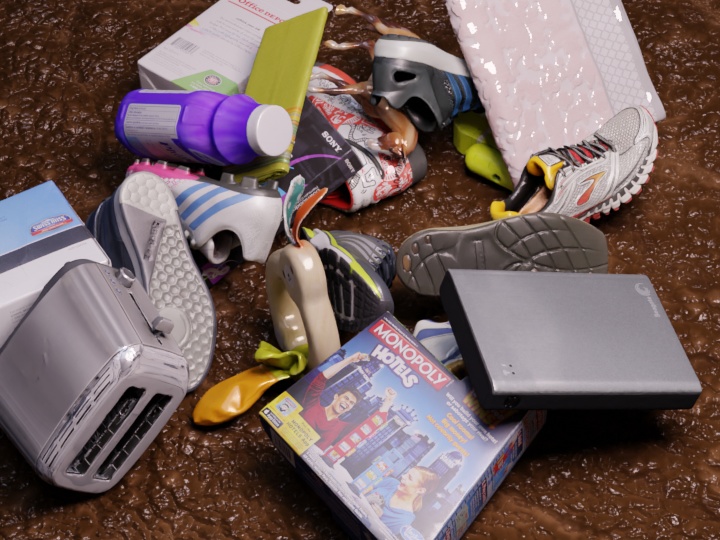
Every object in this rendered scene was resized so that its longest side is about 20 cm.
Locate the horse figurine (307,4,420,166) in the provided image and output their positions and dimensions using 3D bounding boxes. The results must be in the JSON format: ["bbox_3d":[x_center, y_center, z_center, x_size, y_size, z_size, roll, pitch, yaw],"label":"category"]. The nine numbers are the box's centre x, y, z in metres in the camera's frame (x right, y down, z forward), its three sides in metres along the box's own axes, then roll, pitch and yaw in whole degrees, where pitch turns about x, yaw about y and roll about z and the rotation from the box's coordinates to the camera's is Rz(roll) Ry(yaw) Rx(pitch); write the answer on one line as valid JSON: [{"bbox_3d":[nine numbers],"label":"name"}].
[{"bbox_3d":[0.017,-0.202,1.821,0.131,0.050,0.201,19,45,5],"label":"horse figurine"}]

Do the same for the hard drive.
[{"bbox_3d":[0.178,0.060,1.534,0.198,0.033,0.140,2,44,-22],"label":"hard drive"}]

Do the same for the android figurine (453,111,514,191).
[{"bbox_3d":[0.178,-0.148,1.854,0.199,0.041,0.182,30,54,26],"label":"android figurine"}]

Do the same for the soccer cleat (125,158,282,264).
[{"bbox_3d":[-0.157,-0.055,1.700,0.199,0.087,0.069,13,4,42],"label":"soccer cleat"}]

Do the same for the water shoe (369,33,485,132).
[{"bbox_3d":[0.076,-0.174,1.775,0.071,0.080,0.199,14,-1,45],"label":"water shoe"}]

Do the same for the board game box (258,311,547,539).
[{"bbox_3d":[0.052,0.140,1.525,0.199,0.062,0.200,-36,60,-19],"label":"board game box"}]

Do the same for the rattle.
[{"bbox_3d":[-0.091,0.024,1.581,0.141,0.201,0.131,-8,45,-5],"label":"rattle"}]

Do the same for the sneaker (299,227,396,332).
[{"bbox_3d":[0.000,0.000,1.659,0.080,0.075,0.200,-7,21,-15],"label":"sneaker"}]

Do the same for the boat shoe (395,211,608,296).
[{"bbox_3d":[0.128,-0.016,1.663,0.197,0.077,0.074,0,2,-5],"label":"boat shoe"}]

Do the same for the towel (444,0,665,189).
[{"bbox_3d":[0.195,-0.205,1.774,0.190,0.202,0.032,-24,6,-23],"label":"towel"}]

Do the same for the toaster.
[{"bbox_3d":[-0.240,0.100,1.550,0.201,0.113,0.129,-51,55,11],"label":"toaster"}]

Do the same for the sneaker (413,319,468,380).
[{"bbox_3d":[0.141,0.050,1.633,0.198,0.076,0.089,-15,46,-13],"label":"sneaker"}]

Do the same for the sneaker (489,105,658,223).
[{"bbox_3d":[0.206,-0.088,1.717,0.200,0.082,0.078,-44,39,-10],"label":"sneaker"}]

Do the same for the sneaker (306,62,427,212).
[{"bbox_3d":[-0.033,-0.136,1.832,0.107,0.068,0.201,-29,53,-27],"label":"sneaker"}]

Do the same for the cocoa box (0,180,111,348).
[{"bbox_3d":[-0.333,0.035,1.629,0.198,0.134,0.131,-24,48,-20],"label":"cocoa box"}]

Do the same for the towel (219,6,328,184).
[{"bbox_3d":[-0.082,-0.167,1.761,0.085,0.018,0.202,-12,51,37],"label":"towel"}]

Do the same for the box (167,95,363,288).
[{"bbox_3d":[-0.113,-0.091,1.769,0.199,0.036,0.143,-37,51,-5],"label":"box"}]

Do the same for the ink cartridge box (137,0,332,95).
[{"bbox_3d":[-0.129,-0.229,1.928,0.117,0.068,0.200,29,54,29],"label":"ink cartridge box"}]

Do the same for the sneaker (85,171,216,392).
[{"bbox_3d":[-0.203,0.022,1.683,0.076,0.146,0.205,-10,84,-30],"label":"sneaker"}]

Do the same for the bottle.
[{"bbox_3d":[-0.148,-0.136,1.717,0.199,0.083,0.066,7,79,44],"label":"bottle"}]
